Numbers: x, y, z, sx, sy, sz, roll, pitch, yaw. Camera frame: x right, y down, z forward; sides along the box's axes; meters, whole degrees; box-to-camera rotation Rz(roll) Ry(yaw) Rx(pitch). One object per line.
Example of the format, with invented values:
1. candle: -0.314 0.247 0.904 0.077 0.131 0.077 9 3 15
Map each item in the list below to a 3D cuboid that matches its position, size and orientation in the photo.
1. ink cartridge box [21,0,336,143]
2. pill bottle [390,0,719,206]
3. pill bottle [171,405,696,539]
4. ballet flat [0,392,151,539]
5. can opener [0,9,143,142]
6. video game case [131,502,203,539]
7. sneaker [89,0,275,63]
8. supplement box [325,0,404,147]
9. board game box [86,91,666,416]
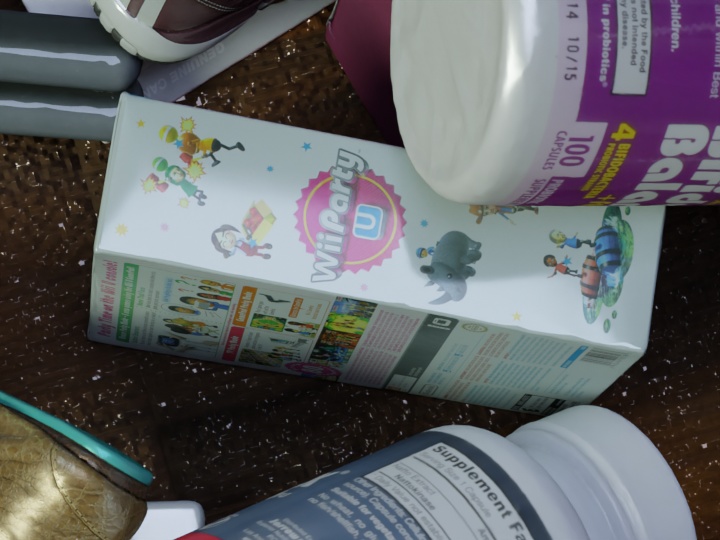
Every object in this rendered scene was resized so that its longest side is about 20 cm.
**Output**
1. ink cartridge box: -0.073 -0.178 1.079 0.200 0.045 0.176 -33 106 -14
2. pill bottle: 0.120 -0.078 0.911 0.200 0.112 0.113 -1 75 -21
3. pill bottle: 0.020 0.124 0.955 0.200 0.120 0.120 -21 78 -31
4. ballet flat: -0.156 0.061 0.947 0.200 0.068 0.072 31 84 38
5. can opener: -0.185 -0.073 1.022 0.199 0.053 0.067 2 45 -4
6. video game case: -0.155 0.181 0.973 0.199 0.024 0.182 -2 75 -7
7. sneaker: -0.011 -0.159 1.000 0.200 0.116 0.076 -41 86 -25
8. supplement box: 0.099 -0.121 1.039 0.200 0.131 0.103 -30 82 -13
9. board game box: 0.000 0.000 0.985 0.200 0.148 0.064 10 75 -5
